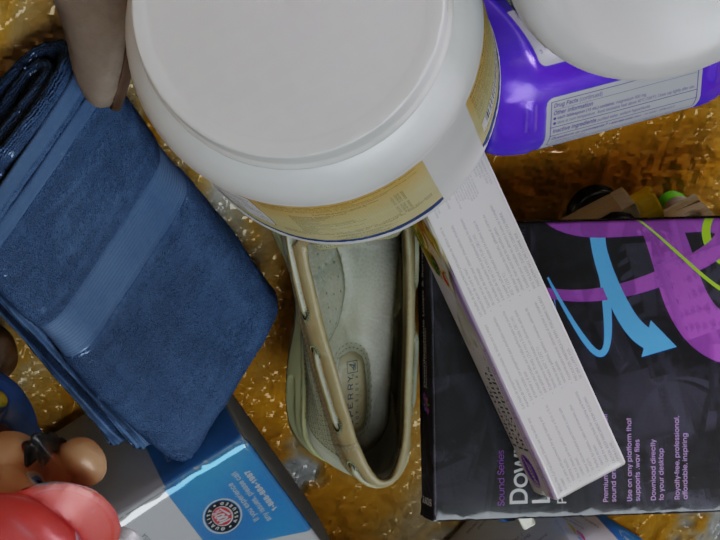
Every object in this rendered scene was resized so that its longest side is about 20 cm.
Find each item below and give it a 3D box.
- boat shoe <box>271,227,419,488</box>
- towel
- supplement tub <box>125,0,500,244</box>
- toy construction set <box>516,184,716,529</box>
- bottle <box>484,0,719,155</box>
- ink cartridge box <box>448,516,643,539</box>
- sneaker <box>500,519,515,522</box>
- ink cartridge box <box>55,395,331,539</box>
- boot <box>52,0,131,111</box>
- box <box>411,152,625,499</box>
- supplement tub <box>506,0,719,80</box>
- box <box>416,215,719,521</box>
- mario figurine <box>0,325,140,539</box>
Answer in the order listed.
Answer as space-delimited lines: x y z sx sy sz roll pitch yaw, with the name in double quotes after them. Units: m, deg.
-0.002 0.001 1.329 0.073 0.063 0.201 -6 108 -25 "boat shoe"
-0.117 -0.007 1.291 0.112 0.048 0.200 -56 135 -19 "towel"
-0.018 -0.092 1.167 0.144 0.145 0.200 -33 171 1 "supplement tub"
0.121 0.033 1.419 0.200 0.092 0.131 -35 121 -15 "toy construction set"
0.135 -0.111 1.323 0.199 0.084 0.065 -16 130 -19 "bottle"
0.137 0.205 1.489 0.067 0.200 0.116 -47 131 12 "ink cartridge box"
0.146 0.088 1.487 0.200 0.078 0.066 -15 128 -16 "sneaker"
-0.123 0.154 1.404 0.200 0.084 0.145 -32 134 0 "ink cartridge box"
-0.156 -0.160 1.161 0.146 0.070 0.200 1 120 -15 "boot"
0.060 0.008 1.300 0.041 0.039 0.200 -28 99 -11 "box"
0.093 -0.186 1.167 0.145 0.200 0.145 -13 130 -17 "supplement tub"
0.127 0.046 1.356 0.199 0.036 0.143 -2 91 -8 "box"
-0.151 0.072 1.249 0.123 0.200 0.106 10 121 -31 "mario figurine"
